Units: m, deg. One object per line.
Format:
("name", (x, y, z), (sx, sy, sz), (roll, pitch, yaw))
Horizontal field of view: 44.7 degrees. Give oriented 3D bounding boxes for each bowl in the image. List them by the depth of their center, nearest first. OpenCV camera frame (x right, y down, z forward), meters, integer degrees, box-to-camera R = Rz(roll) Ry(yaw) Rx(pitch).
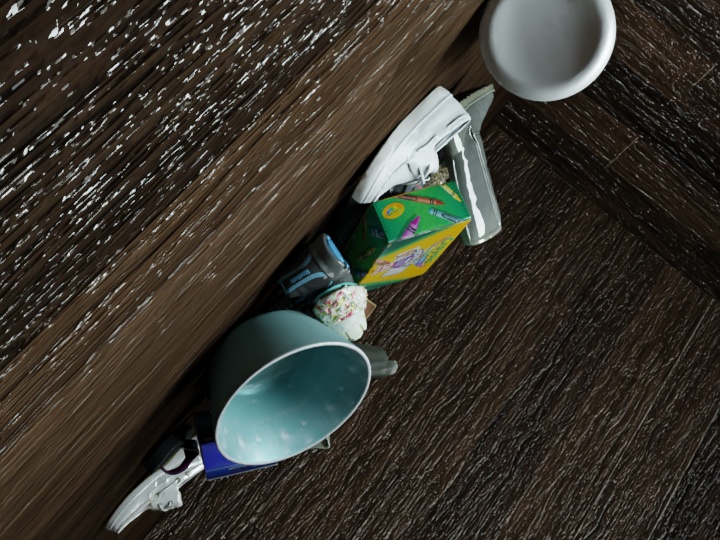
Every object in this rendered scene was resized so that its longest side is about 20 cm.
("bowl", (-0.098, 0.124, 1.036), (0.201, 0.105, 0.201), (-22, 141, -19))

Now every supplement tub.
("supplement tub", (0.218, -0.272, 1.020), (0.145, 0.145, 0.200), (-52, 178, 17))

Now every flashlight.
("flashlight", (0.083, -0.146, 1.262), (0.068, 0.068, 0.200), (-11, -145, 36))

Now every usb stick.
("usb stick", (-0.024, -0.052, 1.171), (0.055, 0.033, 0.200), (-51, 178, -25))

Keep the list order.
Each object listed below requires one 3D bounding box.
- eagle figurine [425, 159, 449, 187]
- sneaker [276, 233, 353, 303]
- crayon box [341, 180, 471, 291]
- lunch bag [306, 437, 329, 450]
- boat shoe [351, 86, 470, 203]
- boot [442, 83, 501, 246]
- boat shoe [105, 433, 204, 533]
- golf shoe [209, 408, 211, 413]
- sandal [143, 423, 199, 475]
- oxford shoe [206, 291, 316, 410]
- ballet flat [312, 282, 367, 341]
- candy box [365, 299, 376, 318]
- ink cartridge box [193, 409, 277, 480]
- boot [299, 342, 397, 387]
("eagle figurine", (0.109, -0.146, 1.537), (0.200, 0.151, 0.152), (-22, 142, 17))
("sneaker", (-0.060, 0.001, 1.092), (0.082, 0.073, 0.200), (-34, 172, -1))
("crayon box", (0.051, -0.038, 1.148), (0.119, 0.058, 0.200), (-17, 165, -20))
("lunch bag", (-0.111, 0.183, 1.403), (0.117, 0.200, 0.164), (-7, 175, -8))
("boat shoe", (0.066, -0.142, 1.066), (0.200, 0.068, 0.072), (-50, 177, -34))
("boot", (0.172, -0.159, 1.292), (0.073, 0.200, 0.182), (-11, -158, 44))
("boat shoe", (-0.304, 0.343, 1.364), (0.200, 0.069, 0.071), (-42, 177, -19))
("golf shoe", (-0.162, 0.161, 1.225), (0.097, 0.078, 0.200), (-68, -162, 3))
("sandal", (-0.268, 0.270, 1.268), (0.075, 0.048, 0.200), (-49, 179, -4))
("oxford shoe", (-0.134, 0.098, 1.147), (0.200, 0.073, 0.084), (-48, -167, -9))
("ballet flat", (-0.017, 0.056, 1.102), (0.076, 0.064, 0.200), (-28, 174, -1))
("candy box", (-0.051, 0.064, 1.419), (0.056, 0.117, 0.200), (-52, 177, 18))
("ink cartridge box", (-0.182, 0.237, 1.247), (0.099, 0.039, 0.200), (-10, -169, -14))
("boot", (-0.049, 0.117, 1.229), (0.200, 0.138, 0.078), (-137, -134, -59))
